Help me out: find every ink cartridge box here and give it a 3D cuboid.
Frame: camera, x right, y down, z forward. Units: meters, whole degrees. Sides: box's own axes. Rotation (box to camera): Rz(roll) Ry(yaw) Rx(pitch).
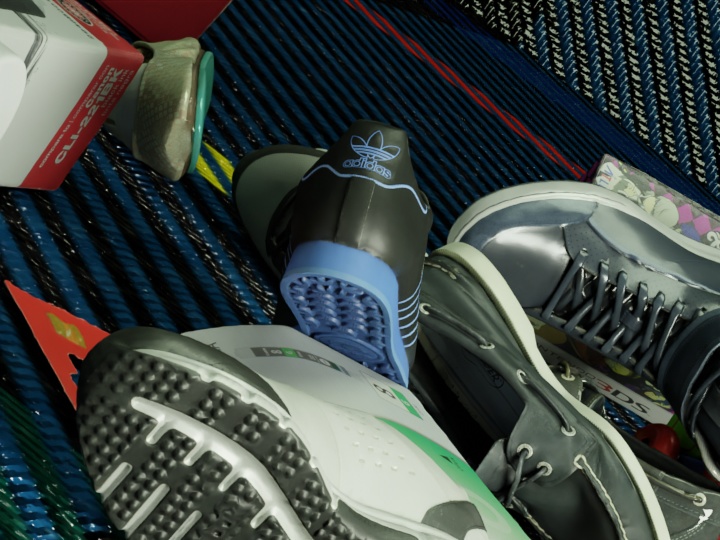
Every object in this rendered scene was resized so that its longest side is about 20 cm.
[{"bbox_3d":[-0.206,-0.111,1.287,0.144,0.084,0.200,39,12,15],"label":"ink cartridge box"},{"bbox_3d":[-0.033,0.063,1.166,0.200,0.050,0.161,31,11,-33],"label":"ink cartridge box"}]

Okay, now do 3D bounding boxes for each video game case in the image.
[{"bbox_3d":[0.173,0.024,1.682,0.181,0.036,0.200,30,-27,-8],"label":"video game case"}]

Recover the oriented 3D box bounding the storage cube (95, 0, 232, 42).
[{"bbox_3d":[-0.139,-0.269,1.906,0.180,0.200,0.171,39,8,-16],"label":"storage cube"}]

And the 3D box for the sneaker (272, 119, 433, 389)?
[{"bbox_3d":[0.000,0.000,1.272,0.070,0.078,0.200,17,-17,1],"label":"sneaker"}]

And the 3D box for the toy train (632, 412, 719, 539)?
[{"bbox_3d":[0.238,0.095,1.533,0.085,0.116,0.200,41,-13,-29],"label":"toy train"}]

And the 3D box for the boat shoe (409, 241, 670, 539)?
[{"bbox_3d":[0.069,0.078,1.360,0.066,0.075,0.200,-19,72,-37],"label":"boat shoe"}]

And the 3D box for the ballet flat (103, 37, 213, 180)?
[{"bbox_3d":[-0.114,-0.090,1.590,0.062,0.068,0.200,6,9,-3],"label":"ballet flat"}]

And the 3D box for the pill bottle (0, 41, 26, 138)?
[{"bbox_3d":[-0.230,-0.107,1.121,0.200,0.111,0.111,38,11,12],"label":"pill bottle"}]

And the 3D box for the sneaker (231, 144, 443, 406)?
[{"bbox_3d":[-0.010,-0.007,1.483,0.079,0.074,0.200,17,21,-45],"label":"sneaker"}]

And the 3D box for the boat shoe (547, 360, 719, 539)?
[{"bbox_3d":[0.106,0.081,1.490,0.200,0.057,0.069,39,11,18],"label":"boat shoe"}]

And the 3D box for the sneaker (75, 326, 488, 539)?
[{"bbox_3d":[-0.027,0.076,1.037,0.200,0.074,0.080,38,23,-32],"label":"sneaker"}]

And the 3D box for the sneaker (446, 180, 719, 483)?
[{"bbox_3d":[0.147,0.032,1.473,0.202,0.077,0.146,17,29,-21],"label":"sneaker"}]
